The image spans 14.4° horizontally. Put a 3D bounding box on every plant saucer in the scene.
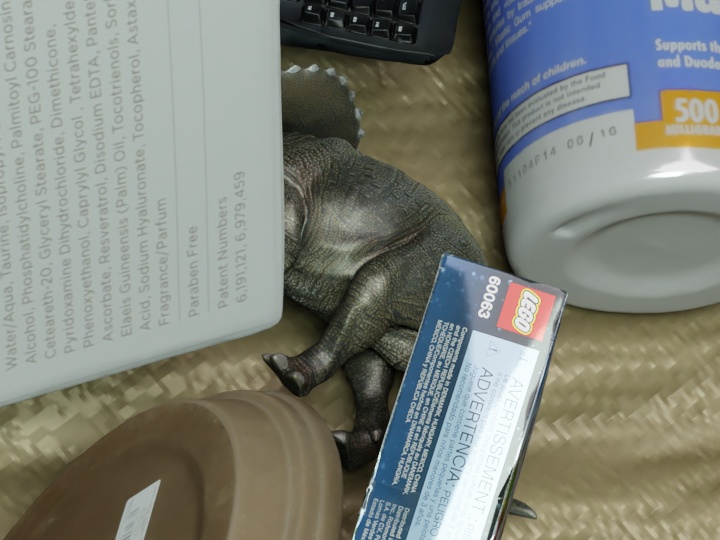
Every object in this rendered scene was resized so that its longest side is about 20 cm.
[{"bbox_3d":[-0.079,0.115,0.823,0.029,0.200,0.200,36,57,-23],"label":"plant saucer"}]

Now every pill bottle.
[{"bbox_3d":[0.100,-0.095,1.036,0.112,0.112,0.201,4,64,-16],"label":"pill bottle"}]

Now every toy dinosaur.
[{"bbox_3d":[0.000,0.000,0.978,0.200,0.077,0.102,41,73,9],"label":"toy dinosaur"}]

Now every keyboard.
[{"bbox_3d":[-0.006,-0.158,1.042,0.104,0.040,0.200,7,46,2],"label":"keyboard"}]

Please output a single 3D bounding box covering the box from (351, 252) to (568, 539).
[{"bbox_3d":[0.021,0.082,0.851,0.038,0.200,0.137,17,80,5],"label":"box"}]

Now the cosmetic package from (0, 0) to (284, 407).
[{"bbox_3d":[-0.146,-0.063,0.873,0.200,0.167,0.167,-16,37,-24],"label":"cosmetic package"}]
